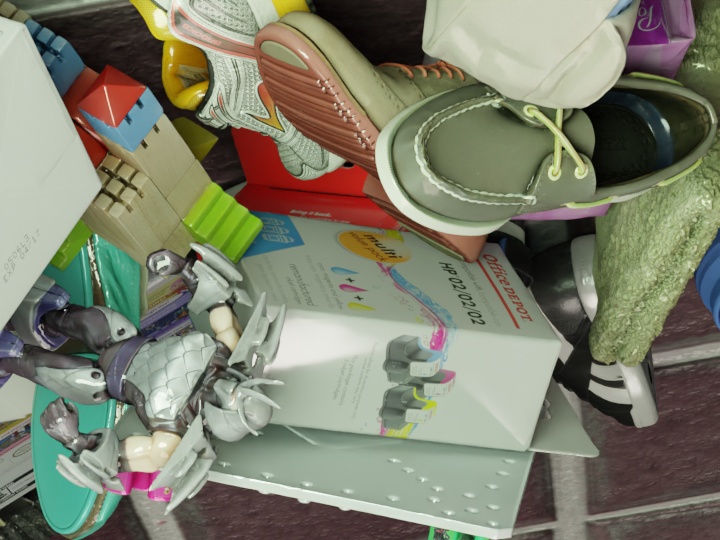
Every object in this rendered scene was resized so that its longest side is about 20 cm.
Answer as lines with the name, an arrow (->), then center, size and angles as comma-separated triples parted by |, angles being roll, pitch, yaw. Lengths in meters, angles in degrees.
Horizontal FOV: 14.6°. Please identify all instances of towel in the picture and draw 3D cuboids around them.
towel -> 0.161, -0.045, 1.536 | 0.036, 0.149, 0.200 | 9, 152, -8

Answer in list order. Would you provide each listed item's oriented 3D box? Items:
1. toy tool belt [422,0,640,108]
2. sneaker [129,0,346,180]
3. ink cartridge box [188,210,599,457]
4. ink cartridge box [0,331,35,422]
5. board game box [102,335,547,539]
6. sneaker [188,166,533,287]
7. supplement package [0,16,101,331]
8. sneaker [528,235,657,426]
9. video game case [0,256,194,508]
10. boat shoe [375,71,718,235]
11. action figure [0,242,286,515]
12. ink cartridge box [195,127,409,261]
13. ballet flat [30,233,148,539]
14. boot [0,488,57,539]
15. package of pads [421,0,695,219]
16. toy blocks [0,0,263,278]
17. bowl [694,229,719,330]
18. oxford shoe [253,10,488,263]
toy tool belt -> 0.107, -0.179, 1.292 | 0.125, 0.123, 0.200 | 28, 129, -12
sneaker -> -0.060, -0.105, 1.393 | 0.082, 0.078, 0.200 | -34, 146, -2
ink cartridge box -> 0.025, 0.031, 1.425 | 0.200, 0.115, 0.068 | 8, 115, -20
ink cartridge box -> -0.245, 0.029, 1.541 | 0.200, 0.067, 0.117 | -11, 135, 42
board game box -> -0.014, 0.089, 1.413 | 0.200, 0.026, 0.200 | 11, -164, 6
sneaker -> 0.000, 0.000, 1.611 | 0.200, 0.112, 0.073 | -11, 155, 2
supplement package -> -0.242, -0.057, 1.263 | 0.200, 0.121, 0.120 | 18, 152, 27
sneaker -> 0.120, 0.045, 1.793 | 0.112, 0.073, 0.200 | -12, 147, 12
video game case -> -0.176, 0.070, 1.711 | 0.200, 0.022, 0.182 | -32, 159, -4
boat shoe -> 0.092, -0.062, 1.348 | 0.202, 0.072, 0.060 | -8, 170, -45
action figure -> -0.119, 0.042, 1.318 | 0.200, 0.130, 0.069 | 15, 142, 32
ink cartridge box -> -0.017, 0.022, 1.548 | 0.116, 0.067, 0.200 | 6, 126, 29
ballet flat -> -0.132, 0.038, 1.460 | 0.067, 0.200, 0.070 | -4, 180, 41
boot -> -0.293, 0.144, 1.852 | 0.211, 0.080, 0.158 | -14, 155, 7
package of pads -> 0.092, -0.097, 1.480 | 0.120, 0.076, 0.200 | -3, 154, -11
toy blocks -> -0.155, -0.077, 1.356 | 0.100, 0.200, 0.137 | -54, 154, -11
bowl -> 0.315, -0.003, 1.805 | 0.200, 0.039, 0.201 | -8, 155, -4
oxford shoe -> 0.016, -0.081, 1.372 | 0.075, 0.070, 0.200 | -55, 143, -8
